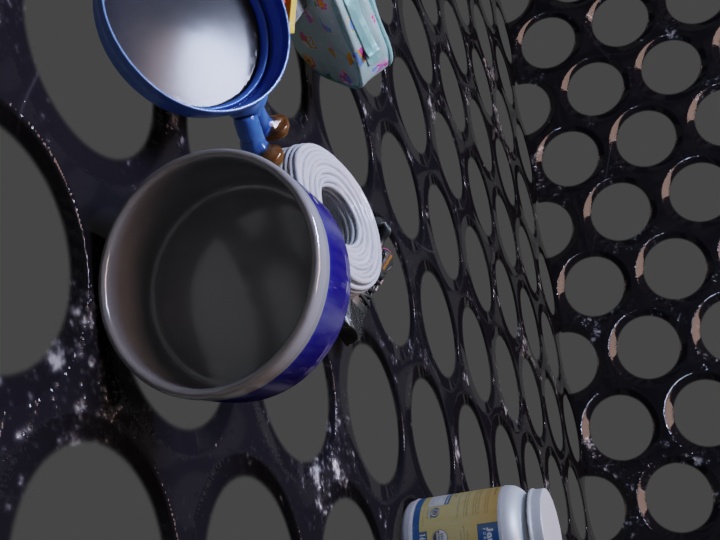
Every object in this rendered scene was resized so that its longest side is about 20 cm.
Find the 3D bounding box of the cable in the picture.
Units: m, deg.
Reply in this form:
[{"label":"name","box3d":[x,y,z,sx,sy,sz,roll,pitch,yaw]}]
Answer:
[{"label":"cable","box3d":[-0.046,-0.061,1.185,0.200,0.069,0.201,47,31,-36]}]

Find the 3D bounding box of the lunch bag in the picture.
[{"label":"lunch bag","box3d":[-0.038,-0.343,1.297,0.077,0.160,0.201,-42,131,-19]}]

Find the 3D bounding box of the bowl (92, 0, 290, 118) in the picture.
[{"label":"bowl","box3d":[-0.161,-0.241,0.934,0.199,0.039,0.203,11,72,-35]}]

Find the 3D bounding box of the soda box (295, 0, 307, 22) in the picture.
[{"label":"soda box","box3d":[-0.137,-0.395,1.192,0.064,0.068,0.201,-70,142,-54]}]

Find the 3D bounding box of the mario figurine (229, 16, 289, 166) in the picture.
[{"label":"mario figurine","box3d":[-0.117,-0.205,1.061,0.124,0.106,0.201,48,-12,41]}]

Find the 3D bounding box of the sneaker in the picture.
[{"label":"sneaker","box3d":[0.000,0.000,1.291,0.080,0.086,0.202,51,32,-47]}]

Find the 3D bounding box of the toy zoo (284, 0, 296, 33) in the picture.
[{"label":"toy zoo","box3d":[-0.125,-0.356,1.133,0.130,0.020,0.202,2,94,-44]}]

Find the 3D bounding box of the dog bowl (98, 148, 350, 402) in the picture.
[{"label":"dog bowl","box3d":[-0.111,0.007,0.805,0.079,0.198,0.202,29,50,-68]}]

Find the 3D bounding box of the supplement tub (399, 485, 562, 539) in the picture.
[{"label":"supplement tub","box3d":[0.167,0.375,1.341,0.145,0.198,0.146,-14,90,-71]}]
